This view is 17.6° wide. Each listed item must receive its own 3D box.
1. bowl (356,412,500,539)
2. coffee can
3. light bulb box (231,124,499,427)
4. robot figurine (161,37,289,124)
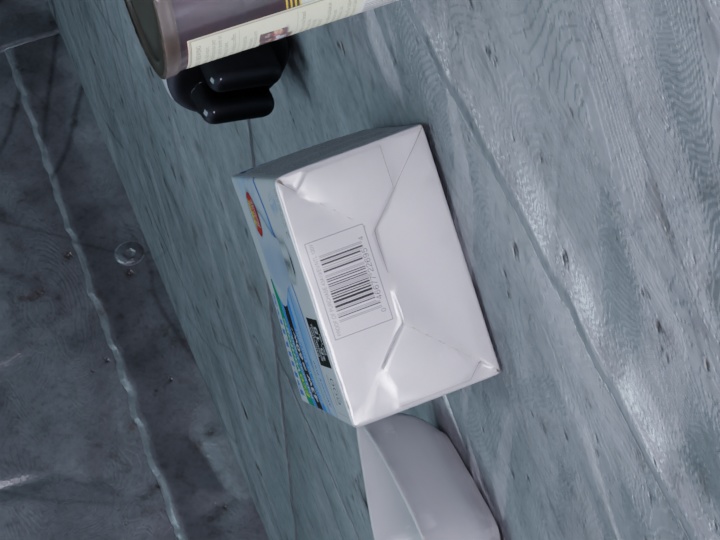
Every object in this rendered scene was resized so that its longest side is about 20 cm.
[{"bbox_3d":[0.066,0.229,1.975,0.200,0.074,0.201,-120,15,-48],"label":"bowl"},{"bbox_3d":[-0.056,-0.222,1.485,0.146,0.199,0.148,161,90,-79],"label":"coffee can"},{"bbox_3d":[0.000,0.000,1.787,0.200,0.124,0.200,-171,63,-77],"label":"light bulb box"},{"bbox_3d":[-0.137,-0.226,2.123,0.124,0.150,0.201,26,-150,-49],"label":"robot figurine"}]
